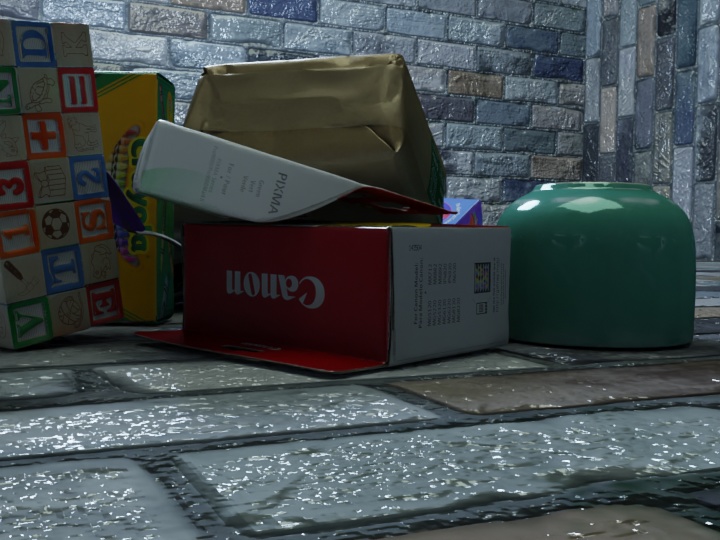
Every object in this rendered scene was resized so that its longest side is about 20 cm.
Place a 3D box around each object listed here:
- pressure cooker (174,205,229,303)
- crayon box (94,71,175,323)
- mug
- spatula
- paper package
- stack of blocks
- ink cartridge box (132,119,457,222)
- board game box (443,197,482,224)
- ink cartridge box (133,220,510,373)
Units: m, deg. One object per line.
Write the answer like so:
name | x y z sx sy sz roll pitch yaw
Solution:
pressure cooker | -0.207 -0.059 0.847 0.175 0.180 0.199 28 12 25
crayon box | -0.218 -0.059 0.698 0.117 0.202 0.058 1 2 2
mug | 0.164 -0.008 0.655 0.184 0.116 0.151 4 4 41
spatula | -0.147 -0.017 0.653 0.056 0.021 0.200 15 -23 45
paper package | -0.029 -0.088 0.745 0.189 0.104 0.200 0 -25 17
stack of blocks | -0.228 -0.055 0.546 0.058 0.202 0.115 3 13 38
ink cartridge box | -0.055 -0.048 0.584 0.198 0.051 0.161 18 -1 -17
board game box | 0.034 -0.024 0.901 0.133 0.045 0.200 5 27 28
ink cartridge box | -0.028 0.009 0.568 0.199 0.085 0.175 3 4 41
